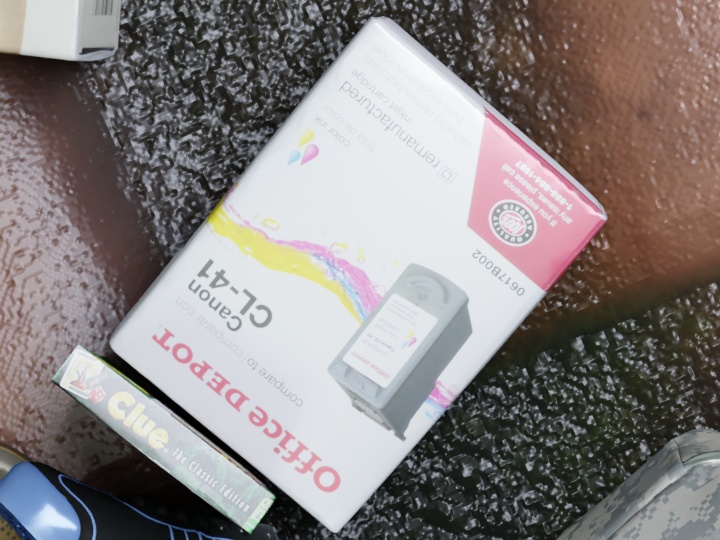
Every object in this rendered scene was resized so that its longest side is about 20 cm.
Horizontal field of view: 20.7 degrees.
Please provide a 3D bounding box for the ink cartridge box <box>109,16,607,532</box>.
[{"bbox_3d":[0.000,0.000,0.941,0.147,0.086,0.200,39,96,-2],"label":"ink cartridge box"}]

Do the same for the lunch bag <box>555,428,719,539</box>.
[{"bbox_3d":[0.140,0.191,0.915,0.200,0.168,0.140,-40,93,8],"label":"lunch bag"}]

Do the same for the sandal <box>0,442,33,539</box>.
[{"bbox_3d":[-0.137,0.160,0.984,0.200,0.054,0.080,37,99,-6],"label":"sandal"}]

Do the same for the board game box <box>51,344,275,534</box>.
[{"bbox_3d":[-0.088,0.075,0.899,0.105,0.200,0.024,35,84,-2],"label":"board game box"}]

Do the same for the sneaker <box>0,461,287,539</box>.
[{"bbox_3d":[-0.084,0.139,0.939,0.200,0.070,0.078,43,76,-26],"label":"sneaker"}]

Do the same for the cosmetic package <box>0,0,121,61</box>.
[{"bbox_3d":[-0.217,-0.145,0.926,0.198,0.105,0.072,7,98,4],"label":"cosmetic package"}]
